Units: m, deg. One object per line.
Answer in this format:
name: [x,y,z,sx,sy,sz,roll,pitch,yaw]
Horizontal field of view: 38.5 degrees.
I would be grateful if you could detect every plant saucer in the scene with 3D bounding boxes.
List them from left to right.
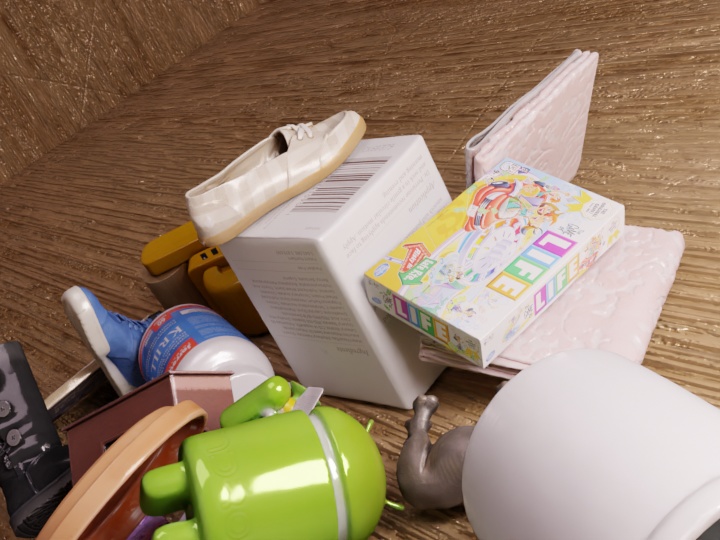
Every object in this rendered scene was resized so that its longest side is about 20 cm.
plant saucer: [-0.196,0.182,0.811,0.201,0.032,0.200,-51,-8,-10]

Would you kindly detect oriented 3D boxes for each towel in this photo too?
towel: [0.169,-0.107,1.068,0.032,0.192,0.200,34,60,26]
towel: [0.171,0.020,0.912,0.188,0.033,0.201,9,44,28]

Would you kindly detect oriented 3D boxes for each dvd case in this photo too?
dvd case: [-0.335,0.137,1.259,0.200,0.016,0.149,-42,-1,-22]

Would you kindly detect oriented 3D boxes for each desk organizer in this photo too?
desk organizer: [-0.197,0.159,0.963,0.071,0.078,0.199,5,-24,-43]

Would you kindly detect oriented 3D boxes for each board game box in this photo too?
board game box: [0.118,-0.014,0.899,0.134,0.035,0.199,28,55,36]

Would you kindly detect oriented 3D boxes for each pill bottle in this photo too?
pill bottle: [-0.153,0.112,1.067,0.112,0.113,0.199,-36,26,-15]

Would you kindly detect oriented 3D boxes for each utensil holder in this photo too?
utensil holder: [0.167,0.152,0.587,0.169,0.171,0.200,-33,22,-8]

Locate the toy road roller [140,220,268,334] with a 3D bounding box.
toy road roller: [-0.168,0.016,1.266,0.197,0.124,0.147,-23,36,12]

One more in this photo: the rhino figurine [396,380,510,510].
rhino figurine: [0.111,0.137,0.794,0.197,0.060,0.089,-14,48,29]

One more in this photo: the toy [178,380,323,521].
toy: [-0.097,0.193,0.916,0.202,0.047,0.115,-58,19,-15]

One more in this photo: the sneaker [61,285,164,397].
sneaker: [-0.252,0.068,1.165,0.111,0.202,0.077,-37,45,-18]

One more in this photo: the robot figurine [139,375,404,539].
robot figurine: [-0.068,0.173,0.799,0.197,0.116,0.178,-11,64,-18]

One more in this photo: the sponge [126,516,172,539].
sponge: [-0.213,0.259,0.902,0.111,0.030,0.199,-41,14,-22]

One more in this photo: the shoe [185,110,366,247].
shoe: [-0.078,-0.099,0.971,0.199,0.054,0.070,-38,27,-17]

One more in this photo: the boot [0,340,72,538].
boot: [-0.342,0.159,1.120,0.164,0.066,0.201,-33,59,-7]

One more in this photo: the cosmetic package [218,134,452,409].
cosmetic package: [0.000,0.000,1.008,0.164,0.202,0.165,3,39,47]
